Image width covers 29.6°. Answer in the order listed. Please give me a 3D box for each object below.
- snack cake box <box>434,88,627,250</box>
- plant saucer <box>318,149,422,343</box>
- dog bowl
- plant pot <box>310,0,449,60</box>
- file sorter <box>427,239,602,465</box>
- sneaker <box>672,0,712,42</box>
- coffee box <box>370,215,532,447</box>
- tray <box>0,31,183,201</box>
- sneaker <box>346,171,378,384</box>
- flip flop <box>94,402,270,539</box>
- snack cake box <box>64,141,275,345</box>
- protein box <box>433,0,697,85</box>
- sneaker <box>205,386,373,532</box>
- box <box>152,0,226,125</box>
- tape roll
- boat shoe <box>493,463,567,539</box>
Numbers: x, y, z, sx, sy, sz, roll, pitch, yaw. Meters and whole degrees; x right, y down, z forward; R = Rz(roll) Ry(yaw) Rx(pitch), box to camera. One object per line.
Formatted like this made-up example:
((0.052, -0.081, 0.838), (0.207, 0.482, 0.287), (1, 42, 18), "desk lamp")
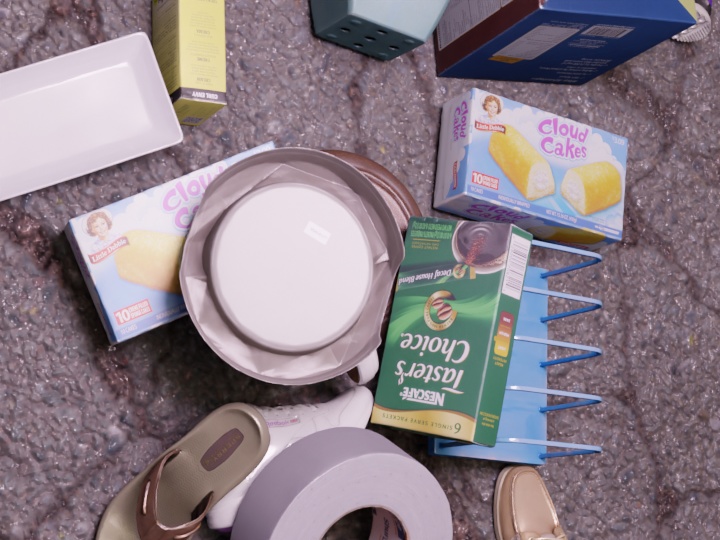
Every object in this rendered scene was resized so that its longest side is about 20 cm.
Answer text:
((0.180, -0.103, 1.425), (0.197, 0.067, 0.117), (14, 74, -25), "snack cake box")
((-0.020, -0.021, 1.313), (0.197, 0.034, 0.204), (3, 80, -16), "plant saucer")
((-0.061, -0.001, 1.175), (0.197, 0.059, 0.204), (2, 82, -13), "dog bowl")
((0.027, -0.326, 1.366), (0.139, 0.141, 0.203), (16, 80, -23), "plant pot")
((0.157, 0.079, 1.324), (0.137, 0.122, 0.203), (10, 75, -30), "file sorter")
((0.330, -0.355, 1.571), (0.199, 0.069, 0.101), (33, 59, -22), "sneaker")
((0.084, 0.055, 1.259), (0.044, 0.122, 0.203), (20, 80, -51), "coffee box")
((-0.267, -0.134, 1.215), (0.198, 0.022, 0.109), (-20, 90, -18), "tray")
((0.000, 0.000, 1.259), (0.083, 0.073, 0.203), (-13, 84, -16), "sneaker")
((-0.156, 0.196, 1.167), (0.200, 0.058, 0.081), (-45, 90, 3), "flip flop")
((-0.151, -0.025, 1.222), (0.198, 0.067, 0.116), (-23, 91, -17), "snack cake box")
((0.202, -0.290, 1.408), (0.196, 0.199, 0.137), (-1, 80, -27), "protein box")
((-0.071, 0.149, 1.244), (0.199, 0.075, 0.101), (-33, 96, -29), "sneaker")
((-0.162, -0.245, 1.282), (0.049, 0.075, 0.203), (3, 77, -29), "box")
((-0.016, 0.246, 1.214), (0.198, 0.066, 0.204), (-9, 109, -28), "tape roll")
((0.186, 0.290, 1.352), (0.073, 0.069, 0.203), (-8, 82, -27), "boat shoe")
